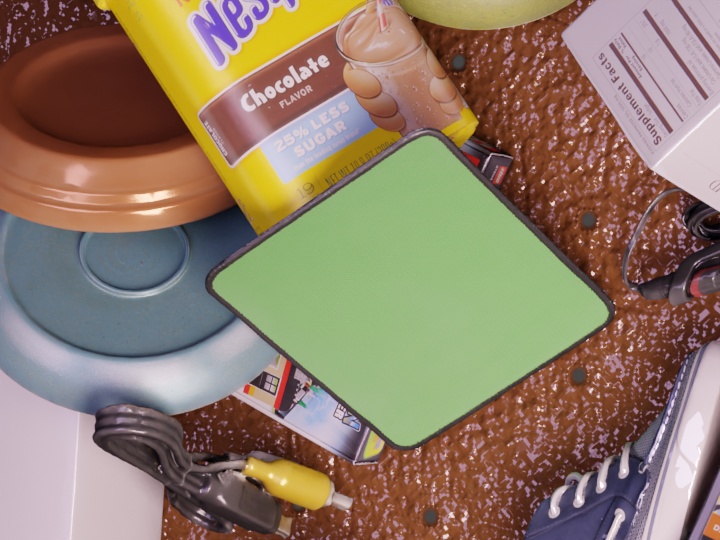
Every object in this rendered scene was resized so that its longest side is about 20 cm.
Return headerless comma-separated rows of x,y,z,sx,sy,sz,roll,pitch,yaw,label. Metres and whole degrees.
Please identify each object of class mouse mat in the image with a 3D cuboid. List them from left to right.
0.030,0.015,1.447,0.160,0.200,0.008,-33,42,18,mouse mat

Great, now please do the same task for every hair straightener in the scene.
0.230,-0.030,1.433,0.199,0.041,0.078,-19,60,30,hair straightener

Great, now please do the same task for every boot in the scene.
0.142,0.126,1.441,0.090,0.073,0.202,18,97,20,boot

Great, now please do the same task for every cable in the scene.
-0.096,0.107,1.496,0.097,0.200,0.051,-3,64,37,cable

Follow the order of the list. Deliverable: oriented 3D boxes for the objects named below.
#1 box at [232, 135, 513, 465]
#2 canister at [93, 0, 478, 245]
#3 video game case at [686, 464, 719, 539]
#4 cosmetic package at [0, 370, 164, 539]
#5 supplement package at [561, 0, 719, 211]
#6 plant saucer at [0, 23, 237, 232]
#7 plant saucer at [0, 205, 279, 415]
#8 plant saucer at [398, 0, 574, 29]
0.000,0.000,1.540,0.110,0.035,0.201,27,100,24,box
-0.044,-0.126,1.458,0.148,0.087,0.201,-32,85,-22,canister
0.272,0.163,1.374,0.199,0.025,0.182,24,99,9,video game case
-0.173,0.081,1.583,0.084,0.107,0.202,5,89,26,cosmetic package
0.226,-0.138,1.377,0.200,0.113,0.110,-44,51,19,supplement package
-0.139,-0.091,1.528,0.199,0.200,0.038,19,130,26,plant saucer
-0.129,-0.005,1.499,0.200,0.200,0.028,37,148,23,plant saucer
0.068,-0.239,1.487,0.198,0.031,0.202,0,89,9,plant saucer
